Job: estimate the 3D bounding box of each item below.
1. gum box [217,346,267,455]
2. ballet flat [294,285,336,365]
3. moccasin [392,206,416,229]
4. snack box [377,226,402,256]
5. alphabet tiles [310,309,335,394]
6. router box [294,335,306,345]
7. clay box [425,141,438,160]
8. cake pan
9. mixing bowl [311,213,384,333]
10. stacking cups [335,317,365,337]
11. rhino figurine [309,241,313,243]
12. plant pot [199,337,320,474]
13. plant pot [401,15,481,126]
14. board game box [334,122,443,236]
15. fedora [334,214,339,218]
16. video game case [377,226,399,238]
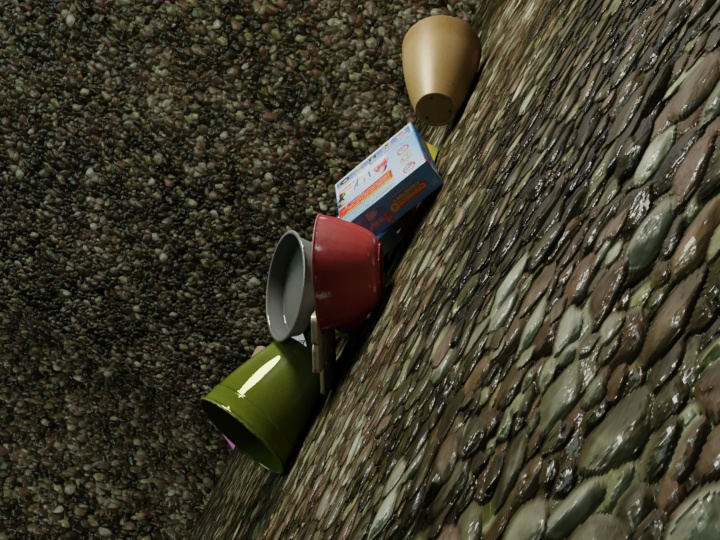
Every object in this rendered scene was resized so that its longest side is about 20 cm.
[{"bbox_3d":[-0.207,0.261,1.590,0.113,0.065,0.203,26,90,60],"label":"gum box"},{"bbox_3d":[-0.087,0.099,1.510,0.071,0.069,0.204,-77,-23,-76],"label":"ballet flat"},{"bbox_3d":[0.045,-0.123,1.549,0.202,0.076,0.075,-129,57,-68],"label":"moccasin"},{"bbox_3d":[0.000,0.000,1.575,0.116,0.037,0.200,-43,-3,-34],"label":"snack box"},{"bbox_3d":[-0.066,0.108,1.384,0.200,0.014,0.200,-58,-34,-80],"label":"alphabet tiles"},{"bbox_3d":[-0.126,0.158,1.745,0.199,0.048,0.183,166,120,-68],"label":"router box"},{"bbox_3d":[0.114,-0.197,1.681,0.116,0.047,0.201,-58,7,35],"label":"clay box"},{"bbox_3d":[-0.125,0.030,1.426,0.200,0.036,0.205,150,123,-60],"label":"cake pan"},{"bbox_3d":[-0.016,0.003,1.330,0.200,0.106,0.205,-2,-90,-85],"label":"mixing bowl"},{"bbox_3d":[-0.032,0.091,1.502,0.061,0.060,0.200,-62,4,-13],"label":"stacking cups"},{"bbox_3d":[-0.069,-0.023,1.517,0.060,0.088,0.200,-44,-2,5],"label":"rhino figurine"},{"bbox_3d":[-0.161,0.233,1.445,0.194,0.200,0.201,-49,-1,-26],"label":"plant pot"},{"bbox_3d":[0.171,-0.422,1.722,0.187,0.183,0.203,125,161,-50],"label":"plant pot"},{"bbox_3d":[0.047,-0.162,1.459,0.199,0.056,0.197,-37,27,16],"label":"board game box"},{"bbox_3d":[-0.018,-0.085,1.735,0.199,0.093,0.201,-33,-8,-5],"label":"fedora"},{"bbox_3d":[-0.006,-0.027,1.682,0.142,0.018,0.200,-33,-6,-37],"label":"video game case"}]
